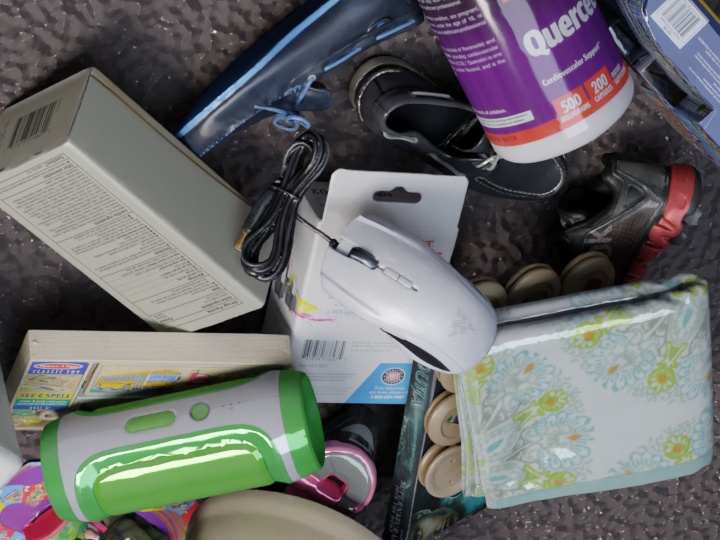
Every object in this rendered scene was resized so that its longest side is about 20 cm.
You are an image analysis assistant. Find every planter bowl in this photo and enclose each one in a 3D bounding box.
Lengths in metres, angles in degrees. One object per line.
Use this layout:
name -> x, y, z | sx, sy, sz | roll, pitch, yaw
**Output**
planter bowl -> -0.065, 0.284, 1.519 | 0.199, 0.135, 0.201 | 14, 141, 12

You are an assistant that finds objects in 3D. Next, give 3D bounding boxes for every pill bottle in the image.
pill bottle -> 0.105, -0.184, 1.375 | 0.112, 0.113, 0.201 | -30, 111, 0

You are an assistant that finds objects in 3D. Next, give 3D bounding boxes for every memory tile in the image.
memory tile -> 0.120, 0.082, 1.513 | 0.152, 0.017, 0.201 | -11, 127, -28

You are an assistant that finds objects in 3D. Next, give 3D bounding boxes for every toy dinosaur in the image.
toy dinosaur -> -0.185, 0.216, 1.500 | 0.088, 0.200, 0.047 | -56, 154, 19

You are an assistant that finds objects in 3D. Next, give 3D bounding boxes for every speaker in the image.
speaker -> -0.130, 0.130, 1.444 | 0.198, 0.089, 0.089 | -12, 125, 7

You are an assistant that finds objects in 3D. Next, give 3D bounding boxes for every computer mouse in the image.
computer mouse -> 0.014, -0.002, 1.377 | 0.199, 0.044, 0.110 | 33, 78, -5

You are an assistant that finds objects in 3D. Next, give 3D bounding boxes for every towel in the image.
towel -> 0.167, 0.094, 1.468 | 0.198, 0.048, 0.172 | -11, 128, -3

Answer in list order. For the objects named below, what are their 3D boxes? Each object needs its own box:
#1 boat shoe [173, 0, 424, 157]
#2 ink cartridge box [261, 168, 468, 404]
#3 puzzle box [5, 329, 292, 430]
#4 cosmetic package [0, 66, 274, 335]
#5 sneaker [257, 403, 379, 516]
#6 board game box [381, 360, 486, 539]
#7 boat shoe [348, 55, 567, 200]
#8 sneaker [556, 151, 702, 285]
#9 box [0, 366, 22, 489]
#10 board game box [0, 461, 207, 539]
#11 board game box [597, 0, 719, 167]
boat shoe -> -0.040, -0.138, 1.379 | 0.200, 0.084, 0.069 | -37, 108, 7
ink cartridge box -> 0.000, 0.000, 1.489 | 0.114, 0.068, 0.201 | 2, 119, -22
puzzle box -> -0.162, 0.084, 1.468 | 0.198, 0.026, 0.133 | 2, 152, -20
cosmetic package -> -0.161, -0.043, 1.380 | 0.103, 0.074, 0.200 | -18, 135, 36
sneaker -> -0.044, 0.175, 1.576 | 0.079, 0.096, 0.200 | 33, 130, -16
board game box -> 0.083, 0.121, 1.572 | 0.135, 0.028, 0.201 | -25, 135, -41
boat shoe -> 0.080, -0.093, 1.464 | 0.199, 0.063, 0.073 | 25, 110, -30
sneaker -> 0.185, -0.013, 1.547 | 0.097, 0.071, 0.201 | 22, 122, -11
box -> -0.377, 0.113, 1.362 | 0.199, 0.172, 0.200 | 34, 104, -32
board game box -> -0.209, 0.226, 1.568 | 0.198, 0.039, 0.159 | -1, 120, -19
board game box -> 0.242, -0.142, 1.432 | 0.062, 0.200, 0.200 | -43, 105, 5
